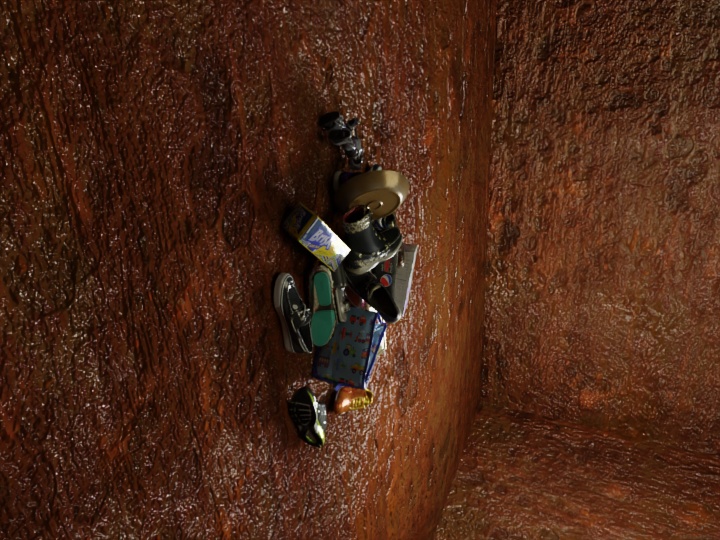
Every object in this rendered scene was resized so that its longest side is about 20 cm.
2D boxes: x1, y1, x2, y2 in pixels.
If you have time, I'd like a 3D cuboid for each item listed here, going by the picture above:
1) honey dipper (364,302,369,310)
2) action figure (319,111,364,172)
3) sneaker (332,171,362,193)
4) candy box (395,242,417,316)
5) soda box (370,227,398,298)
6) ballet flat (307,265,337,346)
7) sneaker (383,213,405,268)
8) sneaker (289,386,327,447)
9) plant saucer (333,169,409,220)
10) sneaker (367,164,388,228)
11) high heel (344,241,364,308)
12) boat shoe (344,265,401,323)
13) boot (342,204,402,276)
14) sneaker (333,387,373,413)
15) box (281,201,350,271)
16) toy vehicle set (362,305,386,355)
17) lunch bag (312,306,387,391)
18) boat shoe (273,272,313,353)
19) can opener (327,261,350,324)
[{"bbox_3d":[0.017,0.084,1.516,0.038,0.037,0.206,17,63,-66],"label":"honey dipper"},{"bbox_3d":[-0.027,-0.315,1.318,0.199,0.068,0.134,15,60,-70],"label":"action figure"},{"bbox_3d":[0.012,-0.212,1.409,0.199,0.097,0.072,0,93,-65],"label":"sneaker"},{"bbox_3d":[0.128,0.023,1.726,0.168,0.069,0.206,-45,145,-77],"label":"candy box"},{"bbox_3d":[0.066,-0.015,1.514,0.071,0.061,0.206,-137,-130,-75],"label":"soda box"},{"bbox_3d":[-0.093,0.080,1.306,0.064,0.073,0.206,-114,-154,-68],"label":"ballet flat"},{"bbox_3d":[0.084,-0.107,1.593,0.076,0.068,0.205,75,1,-68],"label":"sneaker"},{"bbox_3d":[-0.123,0.345,1.324,0.082,0.072,0.204,-71,162,-46],"label":"sneaker"},{"bbox_3d":[0.031,-0.176,1.351,0.200,0.195,0.036,44,30,-61],"label":"plant saucer"},{"bbox_3d":[0.058,-0.199,1.545,0.077,0.083,0.206,-25,119,-63],"label":"sneaker"},{"bbox_3d":[0.000,0.000,1.485,0.096,0.066,0.205,-35,126,-46],"label":"high heel"},{"bbox_3d":[0.031,0.053,1.389,0.072,0.201,0.065,-41,174,-11],"label":"boat shoe"},{"bbox_3d":[0.032,-0.097,1.362,0.202,0.073,0.157,-36,135,-33],"label":"boot"},{"bbox_3d":[-0.019,0.367,1.551,0.199,0.075,0.075,-3,101,-65],"label":"sneaker"},{"bbox_3d":[-0.096,-0.072,1.220,0.071,0.064,0.200,-51,152,-2],"label":"box"},{"bbox_3d":[0.024,0.186,1.595,0.123,0.026,0.204,-35,134,-36],"label":"toy vehicle set"},{"bbox_3d":[-0.035,0.202,1.367,0.094,0.147,0.205,54,48,-58],"label":"lunch bag"},{"bbox_3d":[-0.140,0.098,1.190,0.072,0.066,0.205,-48,139,-53],"label":"boat shoe"},{"bbox_3d":[-0.069,0.030,1.342,0.053,0.065,0.206,6,72,-71],"label":"can opener"}]
